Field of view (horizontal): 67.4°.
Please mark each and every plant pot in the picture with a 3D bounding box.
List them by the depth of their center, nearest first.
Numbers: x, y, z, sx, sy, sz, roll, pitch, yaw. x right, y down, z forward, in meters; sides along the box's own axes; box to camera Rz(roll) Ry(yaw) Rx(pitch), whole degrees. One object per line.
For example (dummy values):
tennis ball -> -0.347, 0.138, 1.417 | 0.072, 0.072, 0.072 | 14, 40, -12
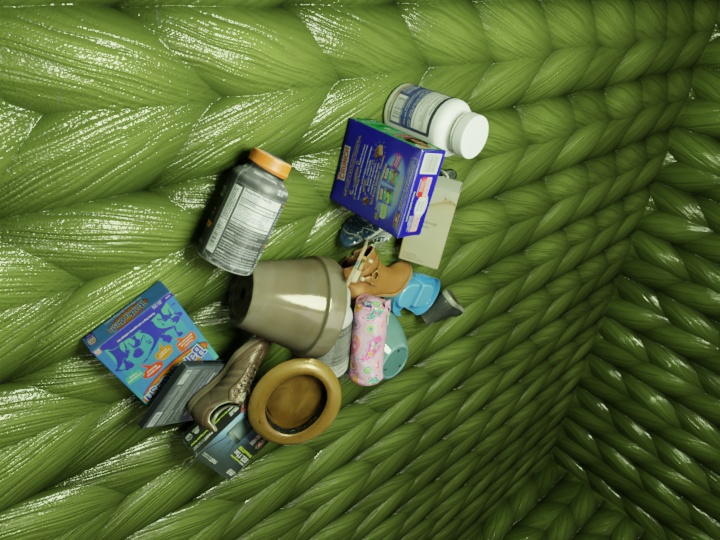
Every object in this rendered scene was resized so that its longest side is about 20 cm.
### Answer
plant pot -> -0.147, 0.059, 1.021 | 0.172, 0.200, 0.202 | 12, 107, -34
plant pot -> 0.041, 0.194, 1.347 | 0.199, 0.134, 0.202 | -27, 133, -33

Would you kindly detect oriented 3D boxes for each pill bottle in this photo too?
pill bottle -> -0.189, -0.102, 0.909 | 0.106, 0.106, 0.202 | 18, 102, -51
pill bottle -> 0.150, -0.292, 1.068 | 0.110, 0.199, 0.112 | -27, 134, -32
pill bottle -> -0.075, 0.131, 1.192 | 0.113, 0.113, 0.202 | -21, 131, -37

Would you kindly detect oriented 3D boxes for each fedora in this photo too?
fedora -> -0.137, 0.258, 1.110 | 0.198, 0.082, 0.203 | -5, 110, -14

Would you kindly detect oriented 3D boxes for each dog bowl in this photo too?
dog bowl -> 0.132, 0.057, 1.410 | 0.199, 0.049, 0.112 | 3, 116, -53

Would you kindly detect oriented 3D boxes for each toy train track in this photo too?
toy train track -> 0.000, 0.000, 1.081 | 0.200, 0.032, 0.116 | -64, 179, -82

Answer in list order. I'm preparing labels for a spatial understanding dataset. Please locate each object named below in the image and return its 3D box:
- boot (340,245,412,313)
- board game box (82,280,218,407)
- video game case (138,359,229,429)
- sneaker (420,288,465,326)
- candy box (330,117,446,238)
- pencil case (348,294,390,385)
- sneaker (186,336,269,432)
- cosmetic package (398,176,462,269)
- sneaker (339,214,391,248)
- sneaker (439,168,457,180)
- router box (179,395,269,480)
boot -> 0.040, -0.002, 1.262 | 0.200, 0.073, 0.156 | -39, 135, -25
board game box -> -0.356, 0.137, 0.944 | 0.152, 0.045, 0.201 | -42, 141, -20
video game case -> -0.310, 0.230, 1.028 | 0.143, 0.019, 0.200 | -53, 160, 6
sneaker -> 0.234, 0.113, 1.564 | 0.106, 0.075, 0.200 | -38, 157, 10
candy box -> 0.046, -0.181, 1.034 | 0.077, 0.199, 0.171 | -9, 124, -45
pencil case -> 0.021, 0.155, 1.215 | 0.087, 0.087, 0.203 | -9, 110, -44
sneaker -> -0.234, 0.218, 1.030 | 0.200, 0.075, 0.071 | -46, 158, -11
cosmetic package -> 0.161, -0.115, 1.260 | 0.073, 0.102, 0.202 | -62, 165, -55
sneaker -> 0.039, -0.092, 1.194 | 0.199, 0.077, 0.086 | -34, 141, -26
sneaker -> 0.200, -0.161, 1.325 | 0.090, 0.066, 0.202 | -30, 138, -41
router box -> -0.272, 0.347, 1.148 | 0.150, 0.062, 0.201 | -42, 149, -17
